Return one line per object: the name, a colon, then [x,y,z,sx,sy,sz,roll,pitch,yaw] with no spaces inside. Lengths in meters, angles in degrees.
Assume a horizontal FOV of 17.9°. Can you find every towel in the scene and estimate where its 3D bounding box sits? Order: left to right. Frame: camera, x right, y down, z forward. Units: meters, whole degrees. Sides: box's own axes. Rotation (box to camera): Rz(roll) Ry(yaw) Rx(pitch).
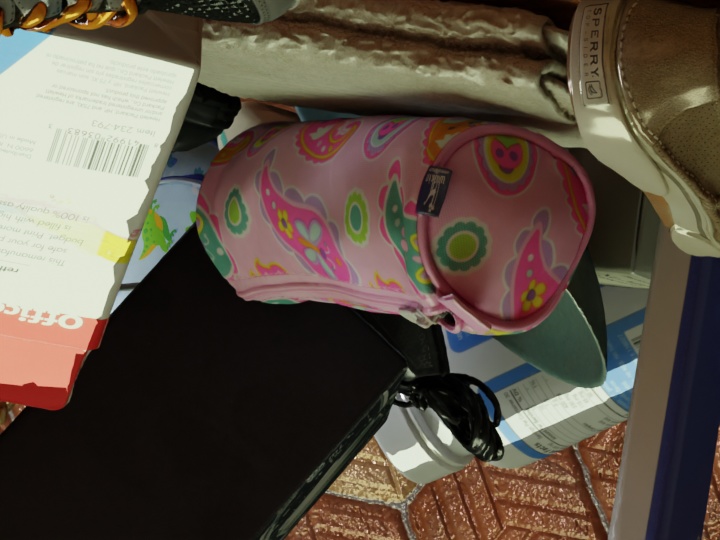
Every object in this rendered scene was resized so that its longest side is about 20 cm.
towel: [0.004,-0.085,0.893,0.199,0.035,0.132,10,175,22]

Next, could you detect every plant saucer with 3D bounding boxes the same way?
plant saucer: [0.050,-0.030,1.046,0.201,0.039,0.201,44,168,12]

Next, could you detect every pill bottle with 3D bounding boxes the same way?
pill bottle: [0.101,0.041,1.252,0.199,0.113,0.112,-26,160,24]

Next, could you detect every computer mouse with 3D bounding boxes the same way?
computer mouse: [0.000,0.000,1.105,0.138,0.053,0.200,34,166,50]

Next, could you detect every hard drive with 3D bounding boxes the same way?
hard drive: [0.144,0.036,1.009,0.025,0.201,0.132,9,176,16]

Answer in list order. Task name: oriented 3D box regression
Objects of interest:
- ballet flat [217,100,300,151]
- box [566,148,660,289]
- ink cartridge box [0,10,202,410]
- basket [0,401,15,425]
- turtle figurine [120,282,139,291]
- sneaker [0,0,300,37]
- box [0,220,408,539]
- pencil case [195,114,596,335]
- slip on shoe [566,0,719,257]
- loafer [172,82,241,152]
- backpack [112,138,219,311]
ballet flat: [0.001,-0.050,1.252,0.199,0.070,0.069,17,173,-43]
box: [0.093,-0.031,1.149,0.082,0.069,0.199,12,176,-40]
ink cartridge box: [-0.138,-0.040,0.850,0.116,0.068,0.200,12,136,-15]
basket: [-0.247,0.000,1.036,0.200,0.143,0.149,43,169,-16]
turtle figurine: [-0.174,-0.042,1.174,0.194,0.200,0.144,36,161,16]
sneaker: [-0.112,-0.098,0.690,0.199,0.078,0.078,10,175,-21]
box: [-0.088,0.092,1.103,0.124,0.200,0.197,41,171,7]
pencil case: [0.008,-0.020,0.927,0.087,0.088,0.200,13,178,-31]
slip on shoe: [0.132,-0.052,0.800,0.060,0.077,0.200,-5,164,24]
loafer: [-0.123,-0.078,0.946,0.070,0.068,0.200,-35,160,19]
backpack: [-0.085,0.013,1.334,0.200,0.184,0.147,37,-168,23]
